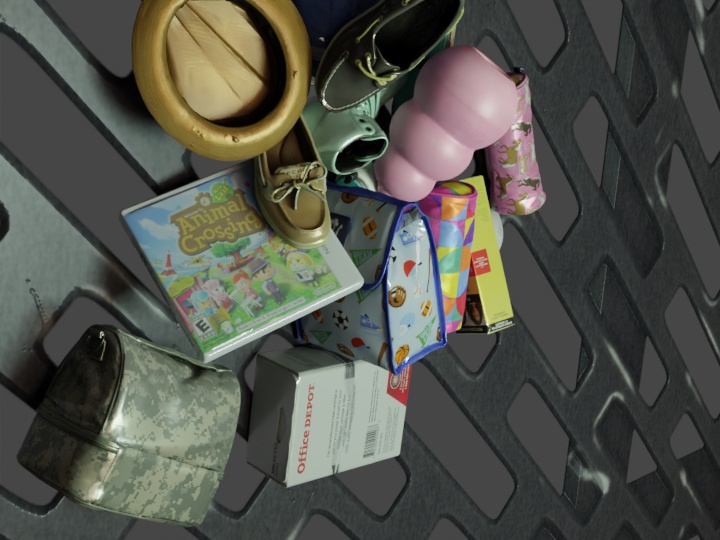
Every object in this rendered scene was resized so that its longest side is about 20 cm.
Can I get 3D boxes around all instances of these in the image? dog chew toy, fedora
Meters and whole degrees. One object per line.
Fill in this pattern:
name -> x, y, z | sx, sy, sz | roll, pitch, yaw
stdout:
dog chew toy -> 0.091, -0.164, 1.336 | 0.200, 0.125, 0.124 | -50, 139, 15
fedora -> -0.147, -0.212, 1.151 | 0.199, 0.082, 0.202 | -6, 103, -28

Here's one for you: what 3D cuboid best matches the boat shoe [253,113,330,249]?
boat shoe -> -0.080, -0.117, 1.201 | 0.073, 0.201, 0.063 | -14, 157, -20

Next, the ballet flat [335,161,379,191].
ballet flat -> 0.022, -0.050, 1.415 | 0.069, 0.069, 0.201 | -39, 127, -30

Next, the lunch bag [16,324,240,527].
lunch bag -> -0.225, 0.156, 1.169 | 0.200, 0.139, 0.169 | 29, 83, -47

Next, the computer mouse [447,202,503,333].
computer mouse -> 0.144, -0.011, 1.561 | 0.200, 0.044, 0.110 | -53, 133, -19

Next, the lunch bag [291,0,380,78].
lunch bag -> -0.006, -0.292, 1.240 | 0.199, 0.136, 0.133 | -27, 138, -34

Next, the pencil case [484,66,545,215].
pencil case -> 0.200, -0.171, 1.536 | 0.087, 0.082, 0.201 | -43, 130, -39

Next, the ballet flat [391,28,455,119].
ballet flat -> 0.086, -0.256, 1.400 | 0.067, 0.068, 0.201 | -62, 168, -67

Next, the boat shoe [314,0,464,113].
boat shoe -> 0.025, -0.224, 1.128 | 0.072, 0.061, 0.201 | 34, 120, -25

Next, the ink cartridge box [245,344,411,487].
ink cartridge box -> -0.038, 0.169, 1.407 | 0.199, 0.083, 0.145 | -7, 109, -45

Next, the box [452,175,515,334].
box -> 0.143, -0.019, 1.489 | 0.050, 0.075, 0.201 | -15, 96, -31

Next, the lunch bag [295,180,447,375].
lunch bag -> 0.000, 0.000, 1.327 | 0.124, 0.169, 0.201 | -29, 124, -41

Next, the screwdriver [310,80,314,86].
screwdriver -> -0.069, -0.222, 1.292 | 0.199, 0.028, 0.029 | 4, 72, -53

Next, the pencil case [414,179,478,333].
pencil case -> 0.095, -0.015, 1.434 | 0.088, 0.088, 0.201 | -12, 117, -43

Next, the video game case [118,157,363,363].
video game case -> -0.123, -0.021, 1.188 | 0.199, 0.183, 0.022 | -25, 163, -27

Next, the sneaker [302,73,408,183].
sneaker -> 0.010, -0.173, 1.304 | 0.200, 0.118, 0.074 | -36, 143, -28
